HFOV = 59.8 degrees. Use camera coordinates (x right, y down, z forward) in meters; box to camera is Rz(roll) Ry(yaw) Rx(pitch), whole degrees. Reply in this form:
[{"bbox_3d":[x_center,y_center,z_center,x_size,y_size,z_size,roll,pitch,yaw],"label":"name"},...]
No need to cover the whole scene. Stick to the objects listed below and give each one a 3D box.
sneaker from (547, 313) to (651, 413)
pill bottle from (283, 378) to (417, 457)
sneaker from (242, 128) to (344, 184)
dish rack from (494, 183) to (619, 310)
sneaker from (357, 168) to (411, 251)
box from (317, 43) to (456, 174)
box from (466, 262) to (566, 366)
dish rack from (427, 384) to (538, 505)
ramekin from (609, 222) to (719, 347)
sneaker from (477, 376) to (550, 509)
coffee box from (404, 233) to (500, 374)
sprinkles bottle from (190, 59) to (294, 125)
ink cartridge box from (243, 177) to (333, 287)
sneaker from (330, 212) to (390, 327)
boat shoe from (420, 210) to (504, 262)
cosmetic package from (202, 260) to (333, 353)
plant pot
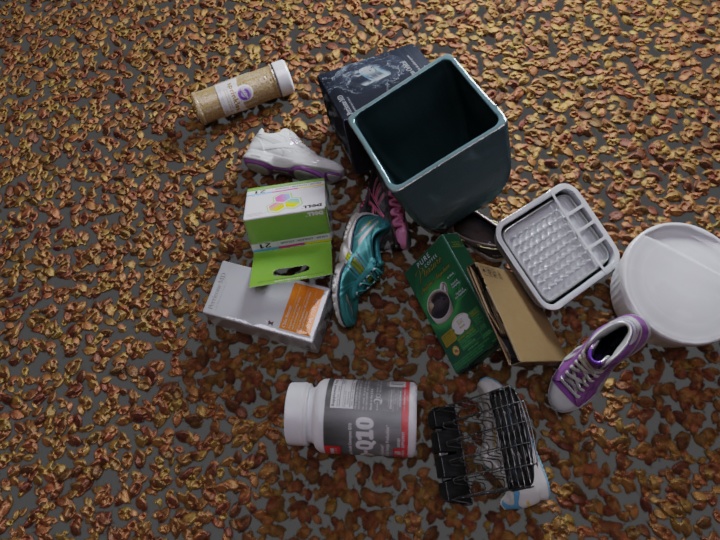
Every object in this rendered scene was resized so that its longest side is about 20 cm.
[{"bbox_3d":[0.338,0.142,0.939,0.073,0.114,0.201,46,116,27],"label":"sneaker"},{"bbox_3d":[-0.012,0.227,0.973,0.199,0.114,0.115,1,68,5],"label":"pill bottle"},{"bbox_3d":[-0.121,-0.222,1.186,0.199,0.075,0.100,15,71,10],"label":"sneaker"},{"bbox_3d":[0.325,-0.038,1.057,0.199,0.044,0.172,-30,84,-25],"label":"dish rack"},{"bbox_3d":[0.029,-0.122,1.141,0.095,0.079,0.201,-16,65,11],"label":"sneaker"},{"bbox_3d":[0.046,-0.299,1.146,0.199,0.118,0.197,-20,43,-4],"label":"box"},{"bbox_3d":[0.249,0.072,0.982,0.021,0.200,0.164,-33,66,29],"label":"box"},{"bbox_3d":[0.179,0.253,0.908,0.054,0.200,0.154,8,63,-35],"label":"dish rack"},{"bbox_3d":[0.502,0.032,1.012,0.201,0.094,0.204,1,71,-2],"label":"ramekin"},{"bbox_3d":[0.217,0.261,0.962,0.080,0.077,0.201,-19,66,-1],"label":"sneaker"},{"bbox_3d":[0.158,0.052,1.028,0.044,0.123,0.201,-8,60,-38],"label":"coffee box"},{"bbox_3d":[-0.235,-0.356,1.255,0.199,0.068,0.069,-22,68,-4],"label":"sprinkles bottle"},{"bbox_3d":[-0.123,-0.069,1.078,0.147,0.076,0.200,-9,37,1],"label":"ink cartridge box"},{"bbox_3d":[0.000,0.000,1.063,0.079,0.077,0.201,12,88,16],"label":"sneaker"},{"bbox_3d":[0.177,-0.085,1.114,0.199,0.060,0.072,31,74,16],"label":"boat shoe"},{"bbox_3d":[-0.154,0.062,1.075,0.199,0.071,0.102,13,70,10],"label":"cosmetic package"},{"bbox_3d":[0.129,-0.180,1.023,0.195,0.200,0.197,-31,52,5],"label":"plant pot"}]
